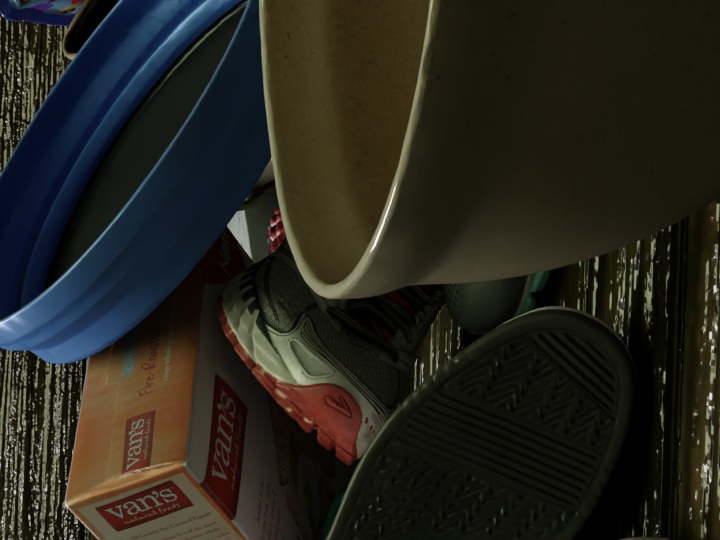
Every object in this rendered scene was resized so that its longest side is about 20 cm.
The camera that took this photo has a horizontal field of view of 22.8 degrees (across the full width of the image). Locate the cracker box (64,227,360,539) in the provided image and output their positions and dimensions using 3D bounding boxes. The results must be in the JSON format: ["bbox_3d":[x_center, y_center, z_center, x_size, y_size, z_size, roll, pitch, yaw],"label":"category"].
[{"bbox_3d":[-0.039,0.092,0.739,0.200,0.057,0.135,54,-155,-39],"label":"cracker box"}]

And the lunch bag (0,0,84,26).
[{"bbox_3d":[-0.135,-0.210,1.015,0.094,0.151,0.200,46,-171,13],"label":"lunch bag"}]

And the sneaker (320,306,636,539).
[{"bbox_3d":[0.036,0.089,0.640,0.201,0.083,0.121,-55,-4,18],"label":"sneaker"}]

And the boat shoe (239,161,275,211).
[{"bbox_3d":[-0.077,-0.061,0.955,0.200,0.072,0.061,5,91,37],"label":"boat shoe"}]

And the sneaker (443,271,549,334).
[{"bbox_3d":[0.019,-0.071,0.645,0.078,0.090,0.202,-138,39,-68],"label":"sneaker"}]

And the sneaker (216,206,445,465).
[{"bbox_3d":[0.000,0.000,0.707,0.082,0.078,0.200,-37,19,21],"label":"sneaker"}]

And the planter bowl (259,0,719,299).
[{"bbox_3d":[0.057,-0.094,0.423,0.200,0.133,0.203,-179,90,-78],"label":"planter bowl"}]

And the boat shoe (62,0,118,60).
[{"bbox_3d":[-0.093,-0.159,0.911,0.200,0.072,0.073,-52,45,42],"label":"boat shoe"}]

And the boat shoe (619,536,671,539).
[{"bbox_3d":[0.053,0.155,0.573,0.201,0.069,0.071,105,161,-49],"label":"boat shoe"}]

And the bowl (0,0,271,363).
[{"bbox_3d":[-0.086,-0.052,0.708,0.200,0.039,0.201,-42,27,27],"label":"bowl"}]

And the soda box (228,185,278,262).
[{"bbox_3d":[-0.031,0.036,0.961,0.069,0.063,0.201,106,160,-44],"label":"soda box"}]
